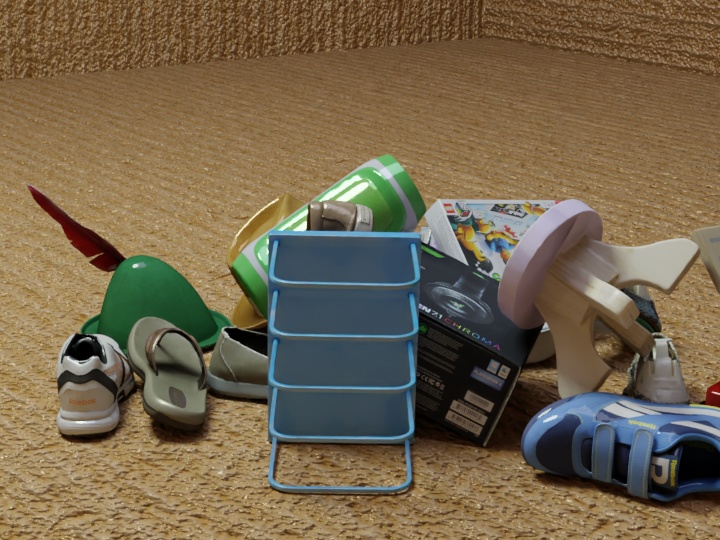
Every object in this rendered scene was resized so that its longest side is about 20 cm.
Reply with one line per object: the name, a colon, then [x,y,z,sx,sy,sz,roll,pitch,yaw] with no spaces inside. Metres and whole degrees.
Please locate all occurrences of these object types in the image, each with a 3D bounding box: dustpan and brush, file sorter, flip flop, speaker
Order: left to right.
flip flop: [-0.184,0.091,1.407,0.080,0.058,0.200,14,17,-16]
speaker: [-0.032,-0.033,1.468,0.199,0.089,0.088,-35,24,-7]
file sorter: [-0.015,0.080,1.253,0.136,0.203,0.123,1,19,-1]
dustpan and brush: [0.197,0.065,1.561,0.197,0.058,0.139,9,18,23]

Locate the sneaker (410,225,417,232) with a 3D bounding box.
sneaker: [0.000,0.000,1.547,0.077,0.200,0.082,40,-8,10]

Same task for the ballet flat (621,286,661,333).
ballet flat: [0.279,0.020,1.569,0.074,0.075,0.199,16,-6,40]

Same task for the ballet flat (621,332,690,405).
ballet flat: [0.290,0.108,1.397,0.067,0.076,0.200,9,18,6]

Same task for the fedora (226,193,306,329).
fedora: [-0.093,-0.023,1.638,0.199,0.082,0.201,-35,22,16]

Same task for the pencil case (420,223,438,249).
pencil case: [0.131,-0.012,1.728,0.082,0.092,0.200,-28,17,-8]

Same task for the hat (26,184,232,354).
hat: [-0.235,-0.012,1.577,0.164,0.179,0.199,13,20,34]

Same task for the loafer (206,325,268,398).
loafer: [-0.060,0.093,1.430,0.197,0.071,0.075,3,16,8]

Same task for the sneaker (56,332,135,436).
sneaker: [-0.260,0.092,1.406,0.072,0.081,0.200,-3,15,-8]

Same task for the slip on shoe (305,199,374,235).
slip on shoe: [-0.045,0.024,1.338,0.060,0.202,0.076,13,31,-14]

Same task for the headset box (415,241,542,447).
headset box: [0.084,0.062,1.415,0.172,0.094,0.200,27,21,8]

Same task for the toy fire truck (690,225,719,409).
toy fire truck: [0.376,0.063,1.332,0.128,0.203,0.175,15,22,39]

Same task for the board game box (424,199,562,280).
board game box: [0.175,-0.019,1.605,0.198,0.035,0.128,-2,59,-39]

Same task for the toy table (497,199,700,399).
toy table: [0.213,0.022,1.314,0.117,0.185,0.199,38,12,22]

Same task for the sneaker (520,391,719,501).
sneaker: [0.239,0.155,1.243,0.197,0.075,0.082,-1,22,4]
